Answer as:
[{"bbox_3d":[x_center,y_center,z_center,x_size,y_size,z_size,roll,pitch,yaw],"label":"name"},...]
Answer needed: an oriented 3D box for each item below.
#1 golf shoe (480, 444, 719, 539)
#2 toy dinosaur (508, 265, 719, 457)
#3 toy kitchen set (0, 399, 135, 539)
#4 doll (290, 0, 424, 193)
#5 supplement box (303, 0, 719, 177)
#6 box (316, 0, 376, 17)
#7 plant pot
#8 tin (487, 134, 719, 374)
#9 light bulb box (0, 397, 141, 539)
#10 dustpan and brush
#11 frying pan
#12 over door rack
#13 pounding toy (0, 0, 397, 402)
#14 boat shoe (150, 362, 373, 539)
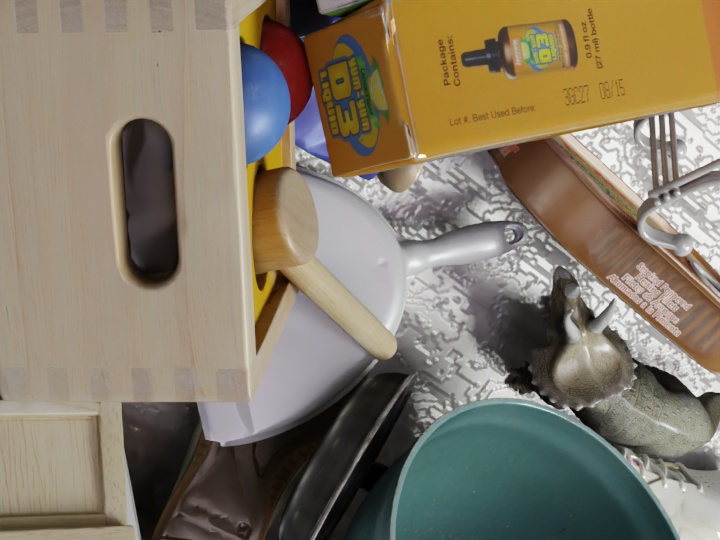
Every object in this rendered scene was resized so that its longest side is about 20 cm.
[{"bbox_3d":[0.157,0.135,0.935,0.199,0.075,0.092,-9,110,-19],"label":"golf shoe"},{"bbox_3d":[0.147,0.071,0.887,0.200,0.102,0.077,38,95,-28],"label":"toy dinosaur"},{"bbox_3d":[-0.195,0.172,0.670,0.162,0.180,0.201,2,71,-25],"label":"toy kitchen set"},{"bbox_3d":[-0.044,-0.120,0.766,0.199,0.048,0.137,29,89,-26],"label":"doll"},{"bbox_3d":[0.075,-0.090,0.691,0.199,0.069,0.067,-13,93,-37],"label":"supplement box"},{"bbox_3d":[0.075,-0.143,0.697,0.143,0.200,0.037,-15,91,19],"label":"box"},{"bbox_3d":[0.061,0.185,0.823,0.199,0.201,0.134,19,142,-27],"label":"plant pot"},{"bbox_3d":[0.140,-0.017,0.845,0.042,0.112,0.200,-43,120,17],"label":"tin"},{"bbox_3d":[-0.210,0.123,0.756,0.199,0.125,0.200,-13,115,-15],"label":"light bulb box"},{"bbox_3d":[0.000,0.000,0.812,0.199,0.057,0.141,-13,89,-12],"label":"dustpan and brush"},{"bbox_3d":[0.003,0.088,0.808,0.031,0.190,0.115,30,108,7],"label":"frying pan"},{"bbox_3d":[0.215,-0.108,0.760,0.066,0.148,0.200,30,133,-25],"label":"over door rack"},{"bbox_3d":[-0.063,-0.029,0.672,0.141,0.184,0.201,-1,106,5],"label":"pounding toy"},{"bbox_3d":[-0.054,0.088,0.839,0.072,0.065,0.201,27,81,-4],"label":"boat shoe"}]
